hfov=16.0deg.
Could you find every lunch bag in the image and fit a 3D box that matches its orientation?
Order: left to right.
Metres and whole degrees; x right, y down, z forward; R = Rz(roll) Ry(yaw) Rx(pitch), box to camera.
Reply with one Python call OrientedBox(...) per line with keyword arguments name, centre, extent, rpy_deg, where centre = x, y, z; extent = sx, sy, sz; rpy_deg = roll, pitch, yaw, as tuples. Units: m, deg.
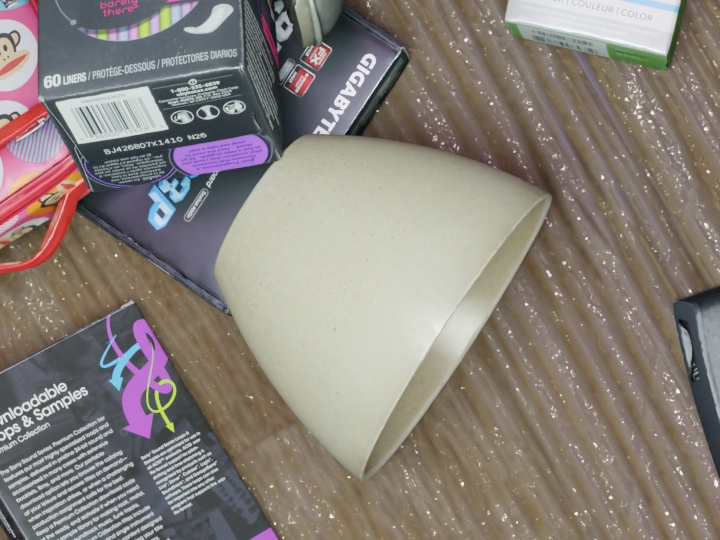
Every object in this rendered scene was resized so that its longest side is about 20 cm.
OrientedBox(name="lunch bag", centre=(-0.246, -0.075, 1.570), extent=(0.199, 0.082, 0.177), rpy_deg=(-34, 77, 9))

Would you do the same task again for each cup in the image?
OrientedBox(name="cup", centre=(0.000, 0.000, 1.503), extent=(0.143, 0.200, 0.201), rpy_deg=(34, 91, 8))

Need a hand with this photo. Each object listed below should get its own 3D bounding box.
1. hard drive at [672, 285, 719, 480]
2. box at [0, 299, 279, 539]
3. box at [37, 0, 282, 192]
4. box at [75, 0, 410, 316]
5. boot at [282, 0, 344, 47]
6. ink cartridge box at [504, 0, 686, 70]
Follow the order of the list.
OrientedBox(name="hard drive", centre=(0.276, 0.093, 1.539), extent=(0.134, 0.042, 0.201), rpy_deg=(-19, 83, 6))
OrientedBox(name="box", centre=(-0.149, 0.136, 1.565), extent=(0.142, 0.036, 0.201), rpy_deg=(-28, 82, -27))
OrientedBox(name="box", centre=(-0.116, -0.164, 1.478), extent=(0.121, 0.106, 0.201), rpy_deg=(-9, 60, 7))
OrientedBox(name="box", centre=(-0.088, -0.096, 1.601), extent=(0.158, 0.046, 0.201), rpy_deg=(34, 91, 9))
OrientedBox(name="boot", centre=(0.043, -0.230, 1.516), extent=(0.198, 0.073, 0.183), rpy_deg=(-5, 83, -6))
OrientedBox(name="ink cartridge box", centre=(0.162, -0.233, 1.571), extent=(0.103, 0.059, 0.202), rpy_deg=(13, 87, 9))
